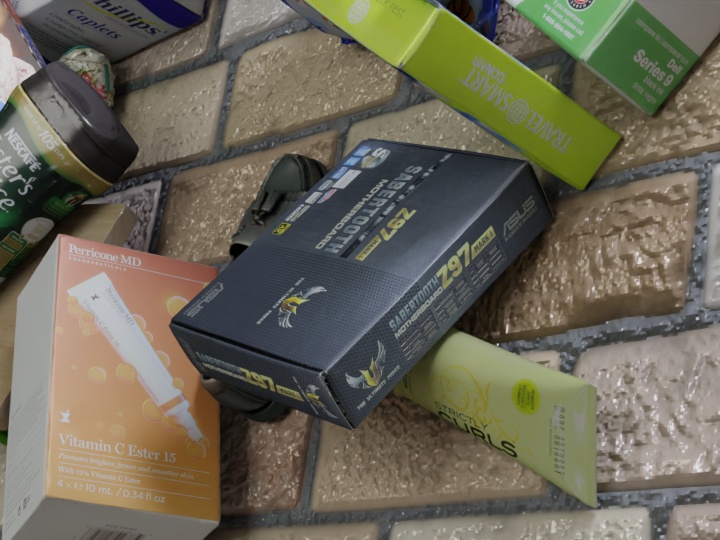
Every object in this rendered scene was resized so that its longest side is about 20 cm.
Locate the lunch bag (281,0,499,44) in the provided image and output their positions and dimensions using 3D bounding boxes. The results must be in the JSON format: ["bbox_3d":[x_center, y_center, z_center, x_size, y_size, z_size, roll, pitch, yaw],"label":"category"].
[{"bbox_3d":[0.002,-0.238,1.053,0.124,0.200,0.170,-39,35,-22],"label":"lunch bag"}]

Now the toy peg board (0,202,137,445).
[{"bbox_3d":[-0.267,0.054,1.249,0.200,0.098,0.199,2,55,45],"label":"toy peg board"}]

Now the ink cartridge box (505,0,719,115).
[{"bbox_3d":[0.180,-0.219,0.931,0.200,0.084,0.146,-51,43,12],"label":"ink cartridge box"}]

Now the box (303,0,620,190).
[{"bbox_3d":[0.054,-0.127,0.921,0.048,0.200,0.122,-56,41,7],"label":"box"}]

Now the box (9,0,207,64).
[{"bbox_3d":[-0.229,-0.289,1.368,0.200,0.105,0.184,-16,59,40],"label":"box"}]

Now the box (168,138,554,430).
[{"bbox_3d":[0.000,0.000,0.958,0.158,0.051,0.200,15,52,48],"label":"box"}]

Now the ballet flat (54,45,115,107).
[{"bbox_3d":[-0.292,-0.122,1.371,0.200,0.076,0.064,-39,62,29],"label":"ballet flat"}]

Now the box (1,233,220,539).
[{"bbox_3d":[-0.172,0.093,1.072,0.097,0.124,0.200,-46,39,48],"label":"box"}]

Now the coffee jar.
[{"bbox_3d":[-0.275,-0.067,1.208,0.200,0.085,0.104,-42,71,3],"label":"coffee jar"}]

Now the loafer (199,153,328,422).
[{"bbox_3d":[-0.066,0.003,1.077,0.072,0.063,0.200,-12,61,42],"label":"loafer"}]

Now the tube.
[{"bbox_3d":[0.069,0.069,0.912,0.200,0.058,0.052,25,78,48],"label":"tube"}]

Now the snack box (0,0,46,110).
[{"bbox_3d":[-0.292,-0.149,1.290,0.072,0.024,0.200,-35,70,7],"label":"snack box"}]
